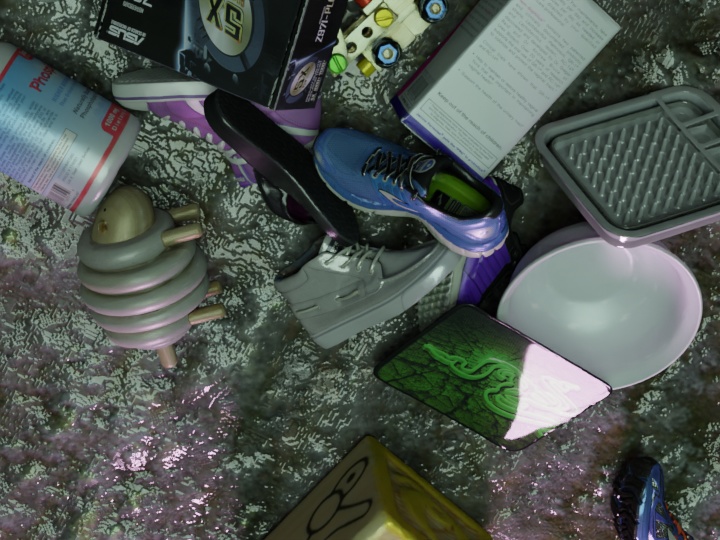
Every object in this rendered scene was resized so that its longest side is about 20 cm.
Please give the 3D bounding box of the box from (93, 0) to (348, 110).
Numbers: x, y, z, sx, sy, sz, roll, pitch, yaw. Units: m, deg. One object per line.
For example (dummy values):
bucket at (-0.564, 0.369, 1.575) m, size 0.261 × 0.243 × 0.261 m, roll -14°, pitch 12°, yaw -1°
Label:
box at (-0.119, -0.254, 1.326) m, size 0.200 × 0.086 × 0.164 m, roll 25°, pitch 107°, yaw 19°

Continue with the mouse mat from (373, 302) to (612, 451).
mouse mat at (0.133, 0.112, 1.494) m, size 0.200 × 0.008 × 0.161 m, roll 29°, pitch 135°, yaw -22°

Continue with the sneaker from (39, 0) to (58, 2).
sneaker at (-0.263, -0.348, 1.348) m, size 0.105 × 0.076 × 0.200 m, roll 42°, pitch 110°, yaw 13°

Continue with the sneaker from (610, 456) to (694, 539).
sneaker at (0.320, 0.285, 1.593) m, size 0.078 × 0.075 × 0.200 m, roll -14°, pitch 116°, yaw -10°

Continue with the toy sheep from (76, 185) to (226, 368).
toy sheep at (-0.205, 0.010, 1.427) m, size 0.138 × 0.138 × 0.200 m, roll -13°, pitch 115°, yaw 0°

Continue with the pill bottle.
pill bottle at (-0.315, -0.143, 1.377) m, size 0.200 × 0.109 × 0.109 m, roll 30°, pitch 103°, yaw -14°

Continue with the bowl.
bowl at (0.233, 0.020, 1.469) m, size 0.201 × 0.090 × 0.201 m, roll 1°, pitch 129°, yaw 1°

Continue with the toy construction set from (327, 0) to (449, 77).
toy construction set at (0.007, -0.259, 1.383) m, size 0.200 × 0.092 × 0.131 m, roll -39°, pitch 107°, yaw 19°

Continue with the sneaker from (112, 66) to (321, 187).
sneaker at (-0.139, -0.134, 1.416) m, size 0.200 × 0.073 × 0.114 m, roll 3°, pitch 110°, yaw -6°

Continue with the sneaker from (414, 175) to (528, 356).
sneaker at (0.120, -0.001, 1.481) m, size 0.099 × 0.070 × 0.200 m, roll 1°, pitch 115°, yaw -22°

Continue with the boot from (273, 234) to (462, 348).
boot at (0.000, 0.000, 1.438) m, size 0.200 × 0.074 × 0.096 m, roll -31°, pitch 106°, yaw 34°

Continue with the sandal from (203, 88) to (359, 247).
sandal at (-0.078, -0.092, 1.388) m, size 0.048 × 0.075 × 0.200 m, roll -34°, pitch 116°, yaw 28°

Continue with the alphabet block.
alphabet block at (0.016, 0.327, 1.512) m, size 0.196 × 0.195 × 0.200 m, roll 41°, pitch 101°, yaw -17°

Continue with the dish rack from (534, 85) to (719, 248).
dish rack at (0.281, -0.094, 1.408) m, size 0.200 × 0.172 × 0.044 m, roll -17°, pitch 140°, yaw -19°

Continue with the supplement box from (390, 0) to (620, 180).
supplement box at (0.135, -0.196, 1.402) m, size 0.103 × 0.101 × 0.200 m, roll 38°, pitch 101°, yaw -15°

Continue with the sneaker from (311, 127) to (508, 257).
sneaker at (0.049, -0.088, 1.366) m, size 0.200 × 0.089 × 0.079 m, roll 24°, pitch 67°, yaw 9°
